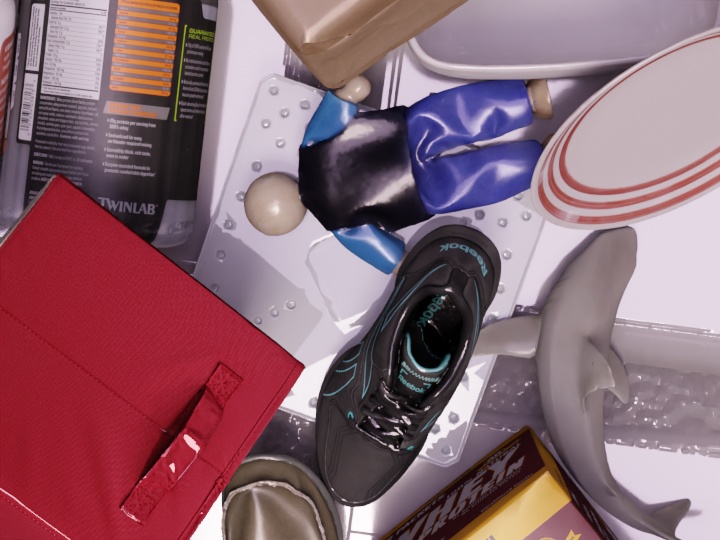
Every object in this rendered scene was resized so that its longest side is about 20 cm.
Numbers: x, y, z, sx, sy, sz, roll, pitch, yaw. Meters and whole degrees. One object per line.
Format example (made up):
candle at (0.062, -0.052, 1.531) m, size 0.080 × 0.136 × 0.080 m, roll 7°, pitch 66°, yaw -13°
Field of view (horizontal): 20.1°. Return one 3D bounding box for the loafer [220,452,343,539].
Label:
loafer at (-0.043, 0.209, 1.271) m, size 0.075 × 0.070 × 0.200 m, roll -11°, pitch 110°, yaw 6°

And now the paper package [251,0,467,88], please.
paper package at (-0.005, -0.236, 1.169) m, size 0.190 × 0.103 × 0.200 m, roll -35°, pitch 75°, yaw -4°

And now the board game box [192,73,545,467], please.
board game box at (0.000, 0.000, 1.301) m, size 0.200 × 0.026 × 0.200 m, roll 19°, pitch 95°, yaw -1°

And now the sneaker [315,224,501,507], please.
sneaker at (0.021, 0.066, 1.239) m, size 0.075 × 0.079 × 0.200 m, roll 22°, pitch 113°, yaw -2°

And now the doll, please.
doll at (0.025, -0.058, 1.258) m, size 0.200 × 0.048 × 0.137 m, roll -14°, pitch 100°, yaw 2°

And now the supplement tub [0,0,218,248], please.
supplement tub at (-0.153, -0.119, 1.246) m, size 0.122 × 0.123 × 0.200 m, roll 7°, pitch 94°, yaw 0°

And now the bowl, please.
bowl at (0.116, -0.207, 1.242) m, size 0.199 × 0.075 × 0.200 m, roll -3°, pitch 76°, yaw 1°

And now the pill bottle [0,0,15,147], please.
pill bottle at (-0.267, -0.123, 1.223) m, size 0.112 × 0.112 × 0.200 m, roll 12°, pitch 116°, yaw 0°

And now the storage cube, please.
storage cube at (-0.172, 0.083, 1.168) m, size 0.180 × 0.200 × 0.171 m, roll 39°, pitch 64°, yaw -10°

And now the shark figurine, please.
shark figurine at (0.151, 0.087, 1.260) m, size 0.128 × 0.089 × 0.215 m, roll -14°, pitch 89°, yaw -20°

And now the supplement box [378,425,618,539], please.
supplement box at (0.116, 0.222, 1.229) m, size 0.133 × 0.197 × 0.200 m, roll -38°, pitch 92°, yaw 3°

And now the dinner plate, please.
dinner plate at (0.189, -0.091, 1.221) m, size 0.200 × 0.200 × 0.024 m, roll -27°, pitch 65°, yaw 3°
